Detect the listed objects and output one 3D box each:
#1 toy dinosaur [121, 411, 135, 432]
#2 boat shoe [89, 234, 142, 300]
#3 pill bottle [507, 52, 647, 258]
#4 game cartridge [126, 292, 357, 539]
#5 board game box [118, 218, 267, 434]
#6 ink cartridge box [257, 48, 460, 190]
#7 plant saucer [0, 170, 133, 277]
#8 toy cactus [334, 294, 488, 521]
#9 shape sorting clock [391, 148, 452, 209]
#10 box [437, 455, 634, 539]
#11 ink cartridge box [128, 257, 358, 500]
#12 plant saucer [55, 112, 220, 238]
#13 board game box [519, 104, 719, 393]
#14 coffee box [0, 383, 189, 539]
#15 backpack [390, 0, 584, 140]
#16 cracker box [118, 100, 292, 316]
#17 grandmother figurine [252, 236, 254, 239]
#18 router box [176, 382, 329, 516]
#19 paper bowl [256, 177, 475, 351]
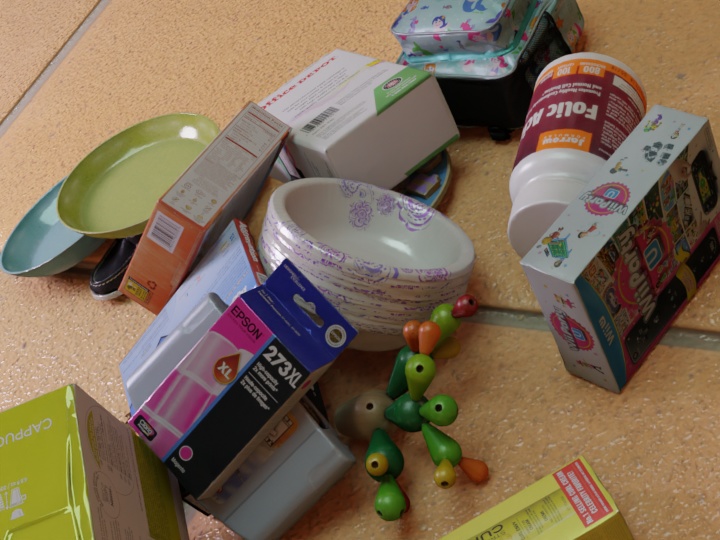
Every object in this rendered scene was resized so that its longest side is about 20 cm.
[{"bbox_3d":[-0.246,0.179,1.489,0.135,0.103,0.200,14,36,23],"label":"toy dinosaur"},{"bbox_3d":[-0.238,-0.052,1.730,0.200,0.060,0.074,-46,40,-19],"label":"boat shoe"},{"bbox_3d":[0.203,-0.101,1.461,0.114,0.114,0.201,-6,44,27],"label":"pill bottle"},{"bbox_3d":[-0.112,0.136,1.354,0.133,0.042,0.200,-44,75,8],"label":"game cartridge"},{"bbox_3d":[-0.156,0.056,1.441,0.200,0.019,0.103,-50,38,22],"label":"board game box"},{"bbox_3d":[-0.015,-0.151,1.626,0.145,0.084,0.200,-37,29,-17],"label":"ink cartridge box"},{"bbox_3d":[-0.330,-0.057,1.791,0.199,0.036,0.200,-29,30,19],"label":"plant saucer"},{"bbox_3d":[0.041,0.123,1.351,0.165,0.102,0.201,-14,63,55],"label":"toy cactus"},{"bbox_3d":[0.003,-0.079,1.625,0.199,0.039,0.201,-17,41,15],"label":"shape sorting clock"},{"bbox_3d":[0.111,0.231,1.216,0.199,0.050,0.075,-29,38,1],"label":"box"},{"bbox_3d":[-0.101,0.092,1.317,0.095,0.037,0.200,45,100,15],"label":"ink cartridge box"},{"bbox_3d":[-0.237,-0.098,1.690,0.199,0.031,0.201,-17,37,14],"label":"plant saucer"},{"bbox_3d":[0.236,-0.019,1.328,0.064,0.148,0.200,23,62,42],"label":"board game box"},{"bbox_3d":[-0.265,0.247,1.284,0.199,0.198,0.201,-22,56,10],"label":"coffee box"},{"bbox_3d":[0.139,-0.258,1.654,0.177,0.151,0.200,6,46,38],"label":"backpack"},{"bbox_3d":[-0.152,-0.063,1.532,0.058,0.134,0.200,33,42,2],"label":"cracker box"},{"bbox_3d":[-0.134,0.023,1.591,0.199,0.061,0.122,-4,53,33],"label":"grandmother figurine"},{"bbox_3d":[-0.117,0.108,1.454,0.149,0.051,0.201,-34,44,14],"label":"router box"},{"bbox_3d":[0.000,0.000,1.447,0.199,0.105,0.201,13,25,-6],"label":"paper bowl"}]
